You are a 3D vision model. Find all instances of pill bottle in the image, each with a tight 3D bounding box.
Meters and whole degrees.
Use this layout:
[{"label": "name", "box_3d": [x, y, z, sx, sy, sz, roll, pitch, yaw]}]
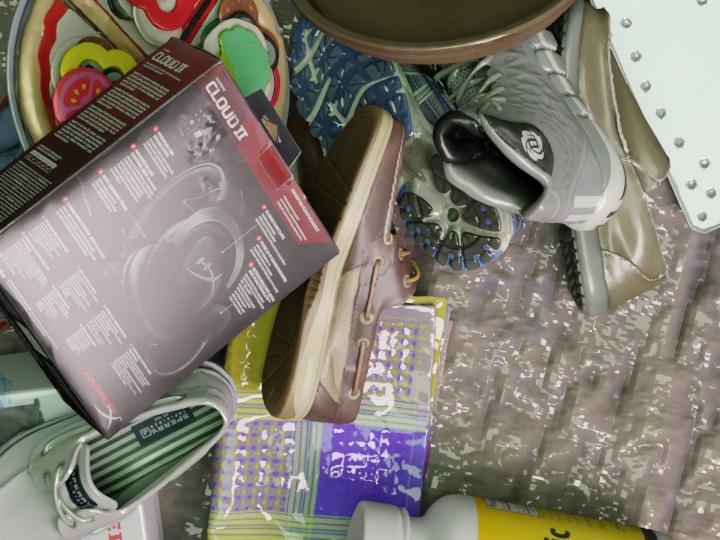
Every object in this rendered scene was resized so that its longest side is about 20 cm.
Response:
[{"label": "pill bottle", "box_3d": [0.089, 0.200, 1.693, 0.199, 0.111, 0.112, 10, 92, -8]}]

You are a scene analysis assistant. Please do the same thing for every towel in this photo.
[{"label": "towel", "box_3d": [-0.022, 0.108, 1.725, 0.143, 0.023, 0.201, 7, 95, -14]}]

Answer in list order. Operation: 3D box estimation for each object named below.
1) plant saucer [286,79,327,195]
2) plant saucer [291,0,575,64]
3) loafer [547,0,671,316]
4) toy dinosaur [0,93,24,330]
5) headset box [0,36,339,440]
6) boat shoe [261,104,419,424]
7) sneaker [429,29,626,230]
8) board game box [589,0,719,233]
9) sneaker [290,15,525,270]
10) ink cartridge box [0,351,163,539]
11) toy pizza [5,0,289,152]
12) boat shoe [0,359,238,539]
[{"label": "plant saucer", "box_3d": [-0.117, -0.051, 1.732, 0.199, 0.034, 0.202, 0, 92, 0]}, {"label": "plant saucer", "box_3d": [0.051, -0.189, 1.672, 0.199, 0.201, 0.030, -10, 132, 0]}, {"label": "loafer", "box_3d": [0.156, -0.075, 1.720, 0.069, 0.075, 0.201, -8, 100, -7]}, {"label": "toy dinosaur", "box_3d": [-0.210, -0.053, 1.697, 0.181, 0.105, 0.201, -40, 52, 16]}, {"label": "headset box", "box_3d": [-0.120, -0.026, 1.592, 0.200, 0.077, 0.149, -40, 120, -12]}, {"label": "boat shoe", "box_3d": [0.000, 0.000, 1.672, 0.072, 0.072, 0.201, 13, 98, -22]}, {"label": "sneaker", "box_3d": [0.072, -0.109, 1.642, 0.075, 0.115, 0.200, -50, 65, 31]}, {"label": "board game box", "box_3d": [0.261, -0.154, 1.735, 0.199, 0.026, 0.201, -24, 92, 1]}, {"label": "sneaker", "box_3d": [0.032, -0.087, 1.715, 0.077, 0.085, 0.200, -40, 80, 28]}, {"label": "ink cartridge box", "box_3d": [-0.230, 0.133, 1.699, 0.199, 0.083, 0.147, -7, 105, 0]}, {"label": "toy pizza", "box_3d": [-0.121, -0.116, 1.647, 0.199, 0.032, 0.202, 2, 86, -35]}, {"label": "boat shoe", "box_3d": [-0.163, 0.118, 1.620, 0.200, 0.067, 0.074, -36, 103, 6]}]
